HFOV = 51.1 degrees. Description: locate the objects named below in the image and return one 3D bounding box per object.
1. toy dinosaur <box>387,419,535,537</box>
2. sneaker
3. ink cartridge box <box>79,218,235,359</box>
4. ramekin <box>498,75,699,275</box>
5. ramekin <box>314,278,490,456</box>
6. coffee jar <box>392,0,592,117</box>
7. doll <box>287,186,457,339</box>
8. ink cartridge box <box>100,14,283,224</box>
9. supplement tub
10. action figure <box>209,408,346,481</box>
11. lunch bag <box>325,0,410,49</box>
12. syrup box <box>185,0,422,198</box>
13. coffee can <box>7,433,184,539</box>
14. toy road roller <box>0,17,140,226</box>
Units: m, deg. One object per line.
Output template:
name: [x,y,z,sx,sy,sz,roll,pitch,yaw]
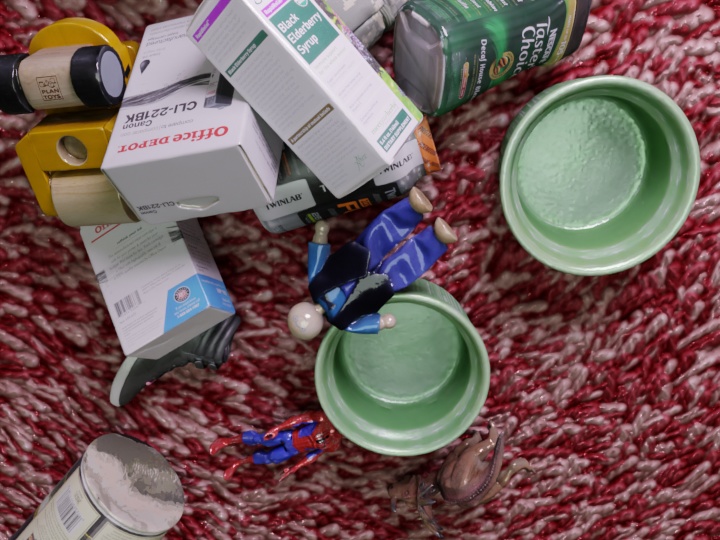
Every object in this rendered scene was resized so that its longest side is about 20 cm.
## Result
toy dinosaur: [0.122,0.258,0.909,0.135,0.200,0.086,-29,79,-27]
sneaker: [-0.220,0.107,0.911,0.099,0.071,0.201,37,103,-5]
ink cartridge box: [-0.234,-0.017,0.846,0.115,0.067,0.202,-29,73,12]
ramekin: [0.240,-0.106,0.796,0.197,0.098,0.203,1,109,3]
ramekin: [0.048,0.105,0.885,0.197,0.098,0.203,1,109,2]
coffee jar: [0.131,-0.231,0.726,0.199,0.085,0.105,-28,145,-22]
doll: [0.000,0.000,0.788,0.200,0.048,0.137,-41,92,13]
ink cartridge box: [-0.151,-0.156,0.736,0.142,0.202,0.084,-7,145,15]
supplement tub: [-0.022,-0.123,0.797,0.198,0.123,0.124,-16,108,9]
action figure: [-0.093,0.217,0.938,0.198,0.052,0.066,-20,103,19]
lunch bag: [-0.021,-0.316,0.723,0.168,0.139,0.200,-42,106,2]
syrup box: [-0.047,-0.171,0.660,0.200,0.079,0.081,47,138,-14]
coffee can: [-0.339,0.329,0.953,0.146,0.147,0.200,40,106,-11]
toy road roller: [-0.275,-0.160,0.790,0.121,0.147,0.202,-2,122,11]
